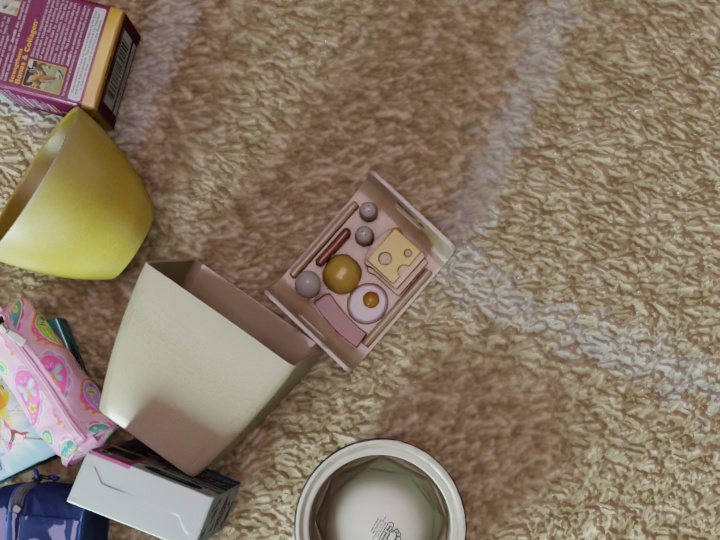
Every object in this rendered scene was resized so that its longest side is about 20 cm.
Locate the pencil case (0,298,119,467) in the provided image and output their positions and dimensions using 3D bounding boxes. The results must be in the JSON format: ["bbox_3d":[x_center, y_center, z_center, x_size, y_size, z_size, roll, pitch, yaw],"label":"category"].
[{"bbox_3d":[-0.362,0.126,1.360,0.087,0.087,0.201,-36,84,-3],"label":"pencil case"}]

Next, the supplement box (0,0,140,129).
[{"bbox_3d":[-0.389,-0.267,1.450,0.197,0.103,0.133,16,83,3],"label":"supplement box"}]

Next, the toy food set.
[{"bbox_3d":[0.000,0.000,1.422,0.143,0.060,0.200,41,86,7],"label":"toy food set"}]

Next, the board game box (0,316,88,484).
[{"bbox_3d":[-0.421,0.167,1.422,0.198,0.047,0.152,-25,82,-1],"label":"board game box"}]

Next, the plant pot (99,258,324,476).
[{"bbox_3d":[-0.182,0.116,1.355,0.199,0.200,0.178,34,95,6],"label":"plant pot"}]

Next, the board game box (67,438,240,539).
[{"bbox_3d":[-0.225,0.247,1.327,0.146,0.200,0.065,21,85,4],"label":"board game box"}]

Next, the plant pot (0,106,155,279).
[{"bbox_3d":[-0.327,-0.070,1.394,0.141,0.200,0.202,32,84,-21],"label":"plant pot"}]

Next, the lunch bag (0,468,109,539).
[{"bbox_3d":[-0.367,0.329,1.353,0.130,0.136,0.203,1,83,2],"label":"lunch bag"}]

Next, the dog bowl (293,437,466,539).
[{"bbox_3d":[0.023,0.297,1.376,0.197,0.074,0.203,0,82,1],"label":"dog bowl"}]
